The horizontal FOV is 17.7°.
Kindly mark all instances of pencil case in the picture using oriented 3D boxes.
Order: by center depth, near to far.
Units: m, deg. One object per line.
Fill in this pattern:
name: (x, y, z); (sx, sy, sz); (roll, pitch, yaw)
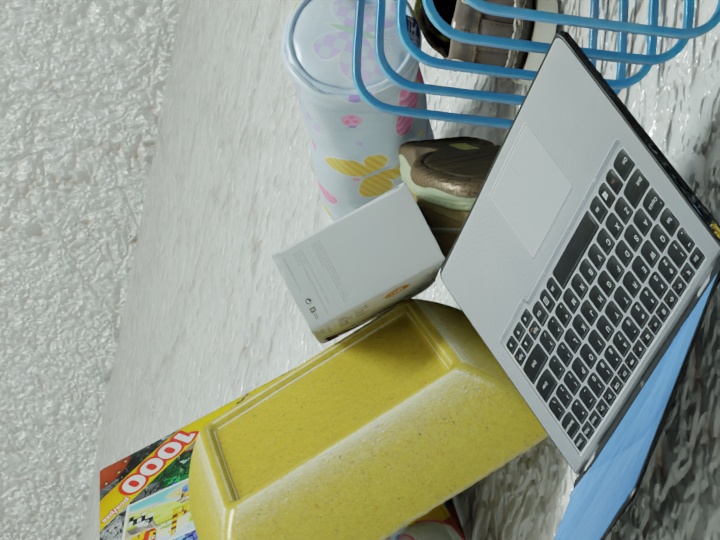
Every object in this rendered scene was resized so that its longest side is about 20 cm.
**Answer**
pencil case: (0.004, -0.097, 1.414); (0.200, 0.082, 0.091); (77, -171, -62)

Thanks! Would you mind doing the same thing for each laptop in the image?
laptop: (0.073, 0.042, 0.999); (0.201, 0.115, 0.188); (56, 148, 22)

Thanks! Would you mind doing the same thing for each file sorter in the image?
file sorter: (0.081, -0.149, 1.085); (0.200, 0.138, 0.124); (142, 132, -74)

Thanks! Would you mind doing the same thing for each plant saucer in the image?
plant saucer: (-0.008, 0.086, 1.221); (0.049, 0.199, 0.200); (58, 178, -17)

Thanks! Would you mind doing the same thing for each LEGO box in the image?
LEGO box: (-0.050, 0.138, 1.353); (0.077, 0.199, 0.149); (58, -172, -27)

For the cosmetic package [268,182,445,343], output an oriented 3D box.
cosmetic package: (0.000, 0.000, 1.281); (0.051, 0.082, 0.200); (60, 179, 3)

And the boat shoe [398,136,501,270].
boat shoe: (0.063, -0.030, 1.288); (0.200, 0.071, 0.077); (-110, 16, -82)

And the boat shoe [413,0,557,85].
boat shoe: (0.065, -0.154, 1.354); (0.200, 0.059, 0.072); (-114, 35, -70)

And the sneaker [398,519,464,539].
sneaker: (0.019, 0.226, 1.213); (0.081, 0.088, 0.201); (123, 154, -63)
